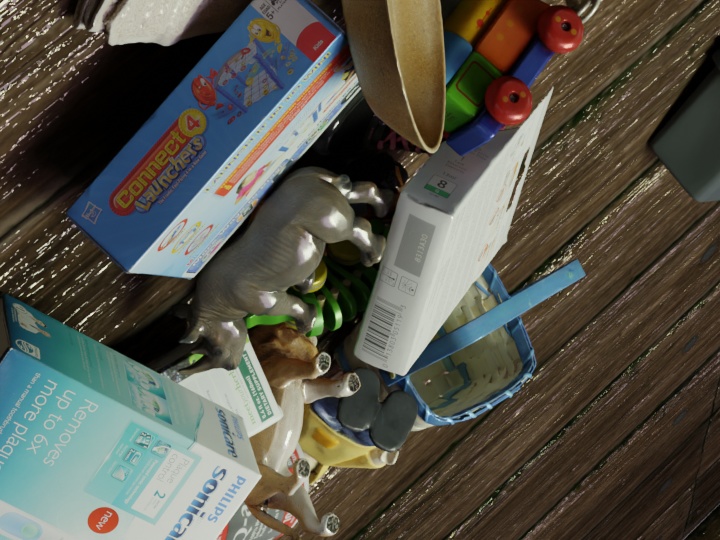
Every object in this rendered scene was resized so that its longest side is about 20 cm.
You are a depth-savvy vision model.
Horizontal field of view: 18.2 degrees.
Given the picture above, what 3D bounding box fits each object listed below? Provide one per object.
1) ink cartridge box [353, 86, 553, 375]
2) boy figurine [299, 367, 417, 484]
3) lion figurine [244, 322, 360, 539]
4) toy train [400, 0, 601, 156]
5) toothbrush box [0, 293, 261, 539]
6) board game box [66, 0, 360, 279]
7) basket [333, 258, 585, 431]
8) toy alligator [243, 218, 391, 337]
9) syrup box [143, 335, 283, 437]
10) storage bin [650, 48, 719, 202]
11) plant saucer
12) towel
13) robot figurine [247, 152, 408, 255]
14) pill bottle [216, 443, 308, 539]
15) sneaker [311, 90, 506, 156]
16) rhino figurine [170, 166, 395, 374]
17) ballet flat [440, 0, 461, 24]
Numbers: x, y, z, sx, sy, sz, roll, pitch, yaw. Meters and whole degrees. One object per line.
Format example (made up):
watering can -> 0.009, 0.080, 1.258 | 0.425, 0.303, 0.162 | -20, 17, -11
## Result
ink cartridge box -> 0.071, -0.038, 1.674 | 0.200, 0.050, 0.161 | -53, 164, -48
boy figurine -> -0.031, 0.137, 1.952 | 0.200, 0.124, 0.065 | -31, -150, 57
lion figurine -> -0.066, 0.124, 1.755 | 0.072, 0.122, 0.201 | 30, 67, -41
toy train -> 0.096, -0.188, 1.573 | 0.200, 0.116, 0.085 | -54, -168, -24
toothbrush box -> -0.191, 0.131, 1.507 | 0.200, 0.085, 0.147 | 30, 106, -25
board game box -> -0.083, -0.087, 1.455 | 0.200, 0.056, 0.196 | -48, 174, 4
basket -> 0.083, 0.057, 1.952 | 0.200, 0.140, 0.176 | -25, 180, 44
toy alligator -> 0.000, 0.000, 1.677 | 0.200, 0.054, 0.059 | -34, 154, -30
syrup box -> -0.162, 0.121, 1.664 | 0.200, 0.079, 0.081 | -30, -171, -40
storage bin -> 0.393, -0.135, 2.269 | 0.134, 0.146, 0.200 | -46, 161, 25
plant saucer -> 0.018, -0.172, 1.416 | 0.035, 0.201, 0.200 | -6, 162, 11
towel -> -0.082, -0.202, 1.360 | 0.200, 0.034, 0.133 | -20, 147, -51
robot figurine -> -0.030, -0.019, 1.741 | 0.200, 0.058, 0.145 | -17, 143, -52
pill bottle -> -0.142, 0.183, 1.796 | 0.200, 0.116, 0.116 | -16, 143, -52
sneaker -> 0.041, -0.115, 1.664 | 0.200, 0.095, 0.079 | -22, 149, -46
rhino figurine -> -0.066, 0.004, 1.583 | 0.087, 0.060, 0.200 | 28, 117, -36
ballet flat -> 0.090, -0.186, 1.675 | 0.200, 0.064, 0.068 | -16, 139, -54
